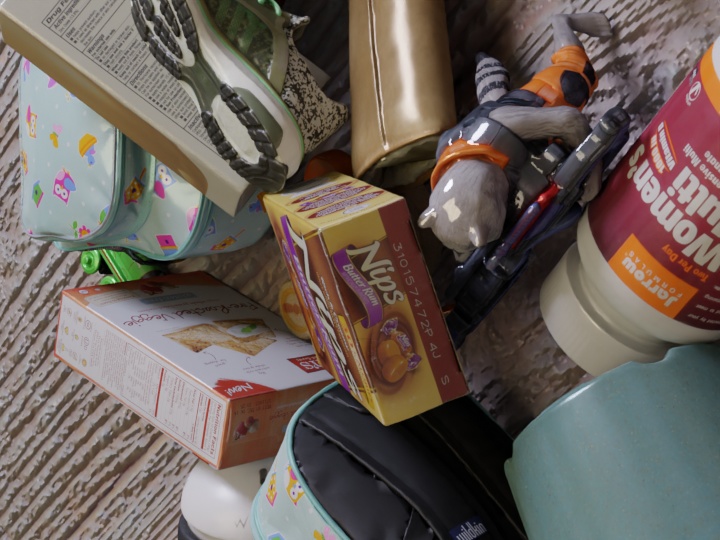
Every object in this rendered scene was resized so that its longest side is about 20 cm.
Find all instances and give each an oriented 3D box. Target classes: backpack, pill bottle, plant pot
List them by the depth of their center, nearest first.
[{"bbox_3d":[0.183,0.160,0.968,0.200,0.199,0.197,-48,54,40],"label":"plant pot"},{"bbox_3d":[0.187,-0.030,0.975,0.110,0.109,0.200,55,131,24],"label":"pill bottle"},{"bbox_3d":[0.032,0.167,1.111,0.200,0.175,0.154,52,140,20],"label":"backpack"},{"bbox_3d":[-0.153,-0.091,1.298,0.199,0.153,0.178,5,96,38],"label":"backpack"}]

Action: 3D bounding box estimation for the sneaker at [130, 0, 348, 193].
[{"bbox_3d":[-0.077,-0.150,1.122,0.201,0.088,0.077,60,148,0],"label":"sneaker"}]

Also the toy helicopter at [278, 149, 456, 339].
[{"bbox_3d":[0.000,0.000,1.221,0.133,0.079,0.200,58,144,10],"label":"toy helicopter"}]

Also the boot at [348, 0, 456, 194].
[{"bbox_3d":[0.040,-0.169,1.094,0.175,0.066,0.202,135,136,-61],"label":"boot"}]

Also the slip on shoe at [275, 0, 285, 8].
[{"bbox_3d":[-0.063,-0.270,1.230,0.061,0.074,0.202,8,108,20],"label":"slip on shoe"}]

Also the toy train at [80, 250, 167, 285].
[{"bbox_3d":[-0.209,-0.033,1.445,0.056,0.042,0.200,-50,61,27],"label":"toy train"}]

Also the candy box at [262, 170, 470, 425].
[{"bbox_3d":[-0.002,0.010,1.047,0.200,0.056,0.118,-154,44,-76],"label":"candy box"}]

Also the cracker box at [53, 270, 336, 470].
[{"bbox_3d":[-0.110,0.066,1.287,0.199,0.133,0.058,29,116,39],"label":"cracker box"}]

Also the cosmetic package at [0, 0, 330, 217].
[{"bbox_3d":[-0.130,-0.139,1.176,0.200,0.105,0.071,38,165,1],"label":"cosmetic package"}]

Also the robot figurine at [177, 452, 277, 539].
[{"bbox_3d":[-0.069,0.218,1.277,0.150,0.124,0.202,19,115,41],"label":"robot figurine"}]

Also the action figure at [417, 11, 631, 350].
[{"bbox_3d":[0.074,-0.052,1.029,0.104,0.194,0.200,37,120,1],"label":"action figure"}]
